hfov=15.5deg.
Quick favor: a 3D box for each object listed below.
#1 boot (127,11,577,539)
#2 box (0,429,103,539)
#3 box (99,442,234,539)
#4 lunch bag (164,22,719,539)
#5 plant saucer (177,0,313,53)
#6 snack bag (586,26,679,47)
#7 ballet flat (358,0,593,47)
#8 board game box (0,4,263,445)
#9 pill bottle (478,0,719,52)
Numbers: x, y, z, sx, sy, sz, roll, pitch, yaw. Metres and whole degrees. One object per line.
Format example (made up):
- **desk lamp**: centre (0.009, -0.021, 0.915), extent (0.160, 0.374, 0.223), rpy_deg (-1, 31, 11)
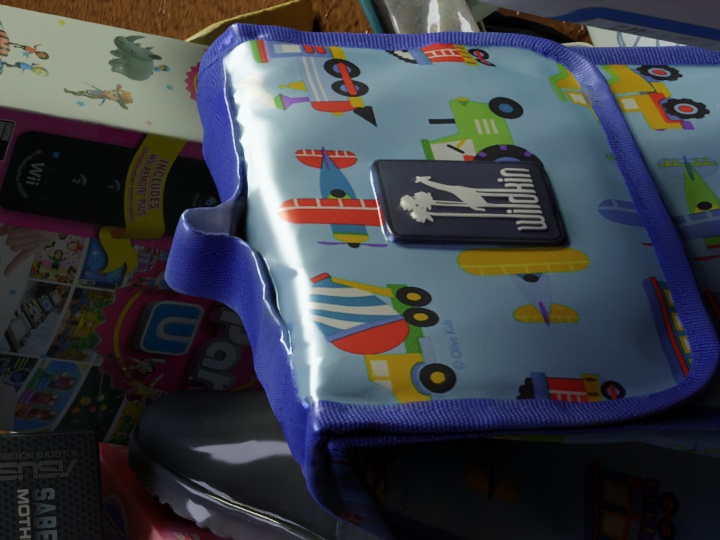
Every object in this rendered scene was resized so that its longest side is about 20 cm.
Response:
- **boot**: centre (0.001, 0.000, 0.908), extent (0.164, 0.065, 0.201), rpy_deg (23, 109, 37)
- **box**: centre (-0.140, 0.145, 1.006), extent (0.200, 0.051, 0.159), rpy_deg (158, 110, -70)
- **box**: centre (-0.054, 0.131, 1.003), extent (0.200, 0.102, 0.095), rpy_deg (-142, 63, -68)
- **lunch bag**: centre (0.047, 0.009, 0.637), extent (0.151, 0.199, 0.094), rpy_deg (-106, 31, -48)
- **plant saucer**: centre (-0.107, -0.036, 1.090), extent (0.200, 0.049, 0.200), rpy_deg (-32, 2, 13)
- **snack bag**: centre (0.111, -0.146, 0.790), extent (0.189, 0.021, 0.200), rpy_deg (-104, 29, -45)
- **ballet flat**: centre (0.038, -0.068, 0.812), extent (0.201, 0.062, 0.067), rpy_deg (67, -173, 14)
- **board game box**: centre (-0.079, -0.009, 0.984), extent (0.064, 0.199, 0.148), rpy_deg (-107, 32, -48)
- **pill bottle**: centre (0.077, -0.108, 0.606), extent (0.112, 0.199, 0.113), rpy_deg (-171, 90, -69)
